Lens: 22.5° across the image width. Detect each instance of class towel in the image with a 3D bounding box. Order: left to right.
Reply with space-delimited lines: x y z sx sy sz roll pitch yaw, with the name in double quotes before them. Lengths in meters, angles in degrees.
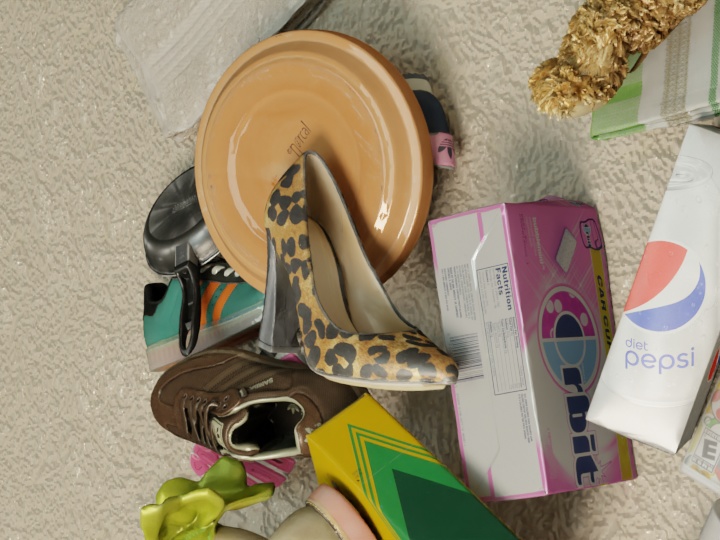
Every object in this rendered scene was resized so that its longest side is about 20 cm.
"towel" -0.118 -0.208 1.453 0.200 0.034 0.133 -43 65 31
"towel" 0.238 -0.162 1.142 0.199 0.031 0.150 -11 59 41

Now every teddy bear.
"teddy bear" 0.172 -0.174 1.120 0.067 0.145 0.200 42 115 -4

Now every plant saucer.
"plant saucer" -0.040 -0.073 1.306 0.199 0.032 0.201 3 97 31

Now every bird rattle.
"bird rattle" -0.105 0.240 1.256 0.162 0.113 0.201 21 106 21

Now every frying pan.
"frying pan" -0.143 -0.015 1.414 0.115 0.031 0.191 -7 49 41

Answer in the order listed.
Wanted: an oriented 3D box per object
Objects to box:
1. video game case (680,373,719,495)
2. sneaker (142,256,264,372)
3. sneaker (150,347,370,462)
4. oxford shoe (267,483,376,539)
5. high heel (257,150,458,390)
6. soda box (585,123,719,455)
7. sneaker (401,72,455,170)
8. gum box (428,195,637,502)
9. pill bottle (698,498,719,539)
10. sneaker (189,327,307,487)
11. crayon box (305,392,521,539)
"video game case" 0.311 0.091 1.104 0.200 0.023 0.183 32 109 35
"sneaker" -0.105 0.018 1.417 0.199 0.071 0.080 -22 79 38
"sneaker" -0.088 0.098 1.279 0.199 0.075 0.071 -4 104 38
"oxford shoe" -0.002 0.238 1.199 0.201 0.074 0.071 60 161 -17
"high heel" 0.000 0.000 1.209 0.200 0.071 0.143 15 101 47
"soda box" 0.209 0.010 1.143 0.063 0.068 0.201 21 101 17
"sneaker" -0.010 -0.056 1.339 0.200 0.070 0.082 -43 60 32
"gum box" 0.115 0.048 1.207 0.066 0.113 0.201 -13 82 38
"pill bottle" 0.221 0.245 1.113 0.112 0.112 0.201 32 115 35
"sneaker" -0.061 0.097 1.377 0.074 0.088 0.200 32 130 -7
"crayon box" 0.048 0.202 1.223 0.172 0.058 0.200 41 158 31
